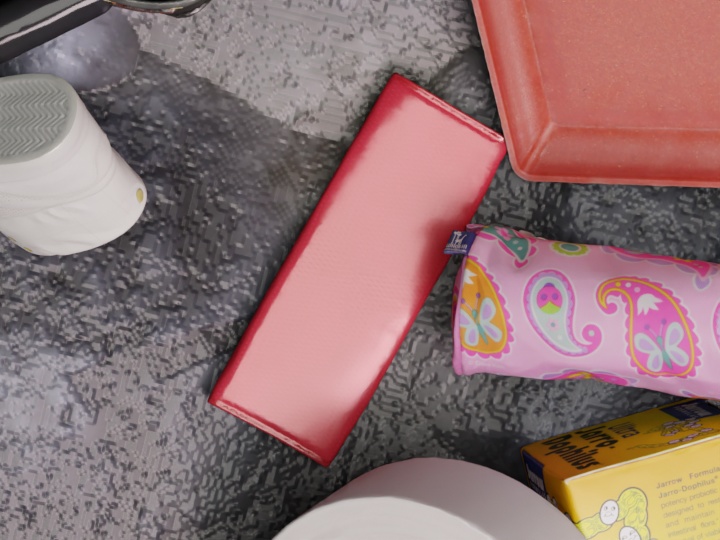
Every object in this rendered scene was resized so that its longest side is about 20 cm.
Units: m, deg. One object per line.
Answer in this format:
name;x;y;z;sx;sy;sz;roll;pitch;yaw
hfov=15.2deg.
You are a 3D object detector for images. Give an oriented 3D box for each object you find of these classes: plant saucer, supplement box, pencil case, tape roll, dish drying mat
plant saucer;0.157;-0.127;1.352;0.199;0.037;0.200;2;135;21
supplement box;0.168;0.182;1.429;0.109;0.109;0.201;-15;97;-7
pencil case;0.144;0.023;1.395;0.199;0.087;0.088;8;94;13
tape roll;0.036;0.201;1.377;0.202;0.071;0.203;7;105;25
dish drying mat;0.000;0.000;1.432;0.077;0.018;0.201;29;91;-11

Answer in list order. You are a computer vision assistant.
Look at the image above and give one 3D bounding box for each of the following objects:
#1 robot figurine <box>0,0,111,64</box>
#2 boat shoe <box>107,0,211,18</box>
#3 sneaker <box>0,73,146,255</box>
robot figurine;-0.182;-0.183;1.330;0.199;0.150;0.125;-28;112;-6
boat shoe;-0.153;-0.175;1.244;0.201;0.063;0.074;23;90;-7
sneaker;-0.208;-0.045;1.365;0.199;0.116;0.074;2;65;24
